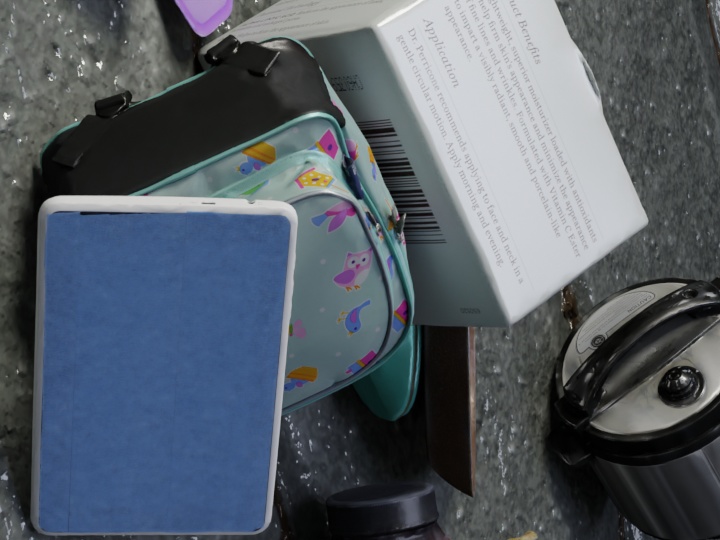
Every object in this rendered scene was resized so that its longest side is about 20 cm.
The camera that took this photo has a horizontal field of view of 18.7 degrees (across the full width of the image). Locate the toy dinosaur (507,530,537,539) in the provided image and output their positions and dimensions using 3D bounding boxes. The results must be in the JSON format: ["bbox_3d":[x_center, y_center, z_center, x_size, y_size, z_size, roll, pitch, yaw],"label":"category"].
[{"bbox_3d":[0.120,0.274,1.609,0.101,0.058,0.200,59,14,-22],"label":"toy dinosaur"}]

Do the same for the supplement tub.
[{"bbox_3d":[0.026,0.239,1.405,0.107,0.107,0.200,-12,96,-61],"label":"supplement tub"}]

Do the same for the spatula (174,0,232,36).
[{"bbox_3d":[-0.123,-0.238,1.308,0.057,0.021,0.200,-49,126,-51],"label":"spatula"}]

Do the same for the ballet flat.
[{"bbox_3d":[0.000,0.000,1.461,0.070,0.067,0.200,11,74,-35],"label":"ballet flat"}]

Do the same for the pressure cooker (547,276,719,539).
[{"bbox_3d":[0.256,0.103,1.775,0.200,0.178,0.176,55,43,-43],"label":"pressure cooker"}]

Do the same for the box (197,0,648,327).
[{"bbox_3d":[0.036,-0.082,1.329,0.131,0.200,0.199,-34,108,-29],"label":"box"}]

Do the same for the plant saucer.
[{"bbox_3d":[0.062,0.057,1.517,0.200,0.034,0.201,-1,90,-87],"label":"plant saucer"}]

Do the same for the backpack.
[{"bbox_3d":[-0.059,-0.004,1.211,0.153,0.176,0.200,65,2,41],"label":"backpack"}]

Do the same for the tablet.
[{"bbox_3d":[-0.103,0.053,1.134,0.014,0.130,0.200,-105,-161,-60],"label":"tablet"}]
